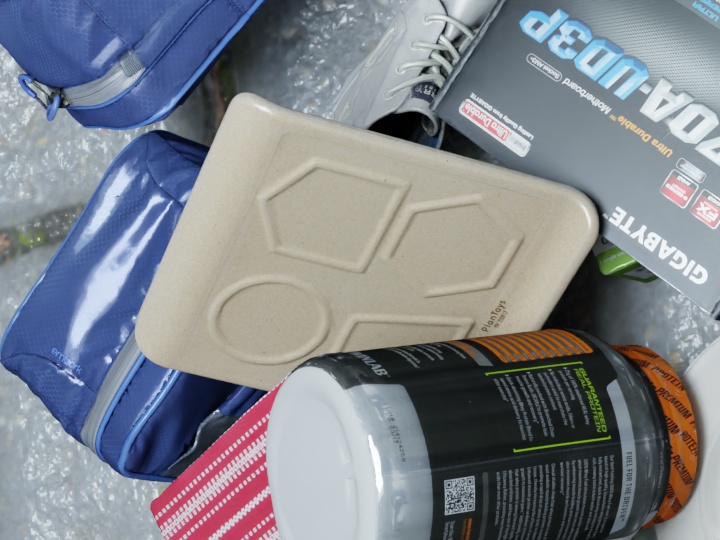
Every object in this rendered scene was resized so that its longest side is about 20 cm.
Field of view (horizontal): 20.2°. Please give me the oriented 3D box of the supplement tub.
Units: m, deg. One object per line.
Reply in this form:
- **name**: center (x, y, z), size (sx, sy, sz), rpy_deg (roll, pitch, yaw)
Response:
- **supplement tub**: center (0.063, 0.094, 1.018), size (0.122, 0.199, 0.123), rpy_deg (14, 106, 60)

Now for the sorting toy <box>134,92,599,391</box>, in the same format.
- **sorting toy**: center (0.000, 0.000, 1.064), size (0.037, 0.199, 0.185), rpy_deg (-89, 21, -49)

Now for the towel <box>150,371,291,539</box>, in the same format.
- **towel**: center (-0.023, 0.173, 1.092), size (0.145, 0.022, 0.200), rpy_deg (-43, 71, 30)

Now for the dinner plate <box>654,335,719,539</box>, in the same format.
- **dinner plate**: center (0.237, 0.115, 1.015), size (0.199, 0.024, 0.201), rpy_deg (3, 95, 28)

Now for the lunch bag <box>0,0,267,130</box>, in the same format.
- **lunch bag**: center (-0.121, -0.167, 1.133), size (0.200, 0.132, 0.136), rpy_deg (-52, 24, -13)

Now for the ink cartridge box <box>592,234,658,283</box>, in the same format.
- **ink cartridge box**: center (0.171, -0.113, 1.111), size (0.147, 0.076, 0.201), rpy_deg (-26, 76, 22)

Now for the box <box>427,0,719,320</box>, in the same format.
- **box**: center (0.157, -0.094, 1.048), size (0.200, 0.046, 0.159), rpy_deg (39, 102, 24)

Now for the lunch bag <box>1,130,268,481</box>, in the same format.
- **lunch bag**: center (-0.095, 0.022, 1.186), size (0.132, 0.136, 0.200), rpy_deg (37, 100, 24)

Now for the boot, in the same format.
- **boot**: center (0.047, -0.116, 1.133), size (0.073, 0.096, 0.200), rpy_deg (25, 127, -15)
